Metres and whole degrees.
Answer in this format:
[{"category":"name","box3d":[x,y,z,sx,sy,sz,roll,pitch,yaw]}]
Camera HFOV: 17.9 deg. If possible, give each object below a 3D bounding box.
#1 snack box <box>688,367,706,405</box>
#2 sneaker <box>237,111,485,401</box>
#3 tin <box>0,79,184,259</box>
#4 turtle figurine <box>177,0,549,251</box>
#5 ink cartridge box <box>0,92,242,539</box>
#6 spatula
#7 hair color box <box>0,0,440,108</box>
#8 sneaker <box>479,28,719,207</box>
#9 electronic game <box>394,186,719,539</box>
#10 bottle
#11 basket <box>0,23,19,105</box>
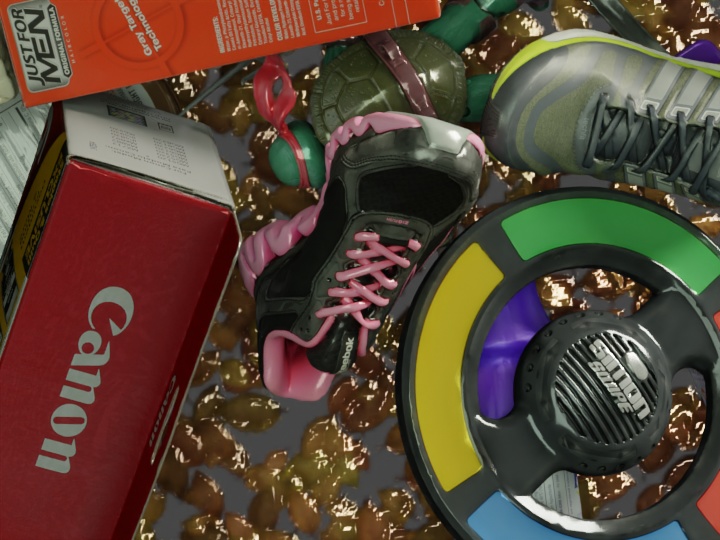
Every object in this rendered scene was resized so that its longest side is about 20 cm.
[{"category":"snack box","box3d":[0.277,0.044,1.163,0.200,0.053,0.143,-26,89,-1]},{"category":"sneaker","box3d":[0.000,0.000,1.081,0.079,0.200,0.096,15,58,-18]},{"category":"tin","box3d":[-0.182,-0.042,1.159,0.200,0.042,0.112,-31,87,-1]},{"category":"turtle figurine","box3d":[0.020,-0.081,1.137,0.200,0.101,0.150,-27,95,-9]},{"category":"ink cartridge box","box3d":[-0.131,0.035,1.061,0.084,0.176,0.201,17,105,-15]},{"category":"spatula","box3d":[0.130,-0.134,1.175,0.056,0.021,0.200,-41,91,-1]},{"category":"hair color box","box3d":[-0.069,-0.139,1.087,0.199,0.102,0.061,-13,112,-1]},{"category":"sneaker","box3d":[0.150,-0.069,1.104,0.199,0.081,0.074,-1,114,-28]},{"category":"electronic game","box3d":[0.112,0.058,1.091,0.199,0.042,0.201,3,79,-17]},{"category":"bottle","box3d":[0.073,0.085,1.142,0.065,0.084,0.201,-7,89,-8]},{"category":"basket","box3d":[-0.271,-0.114,1.093,0.199,0.136,0.124,-25,115,-1]}]
